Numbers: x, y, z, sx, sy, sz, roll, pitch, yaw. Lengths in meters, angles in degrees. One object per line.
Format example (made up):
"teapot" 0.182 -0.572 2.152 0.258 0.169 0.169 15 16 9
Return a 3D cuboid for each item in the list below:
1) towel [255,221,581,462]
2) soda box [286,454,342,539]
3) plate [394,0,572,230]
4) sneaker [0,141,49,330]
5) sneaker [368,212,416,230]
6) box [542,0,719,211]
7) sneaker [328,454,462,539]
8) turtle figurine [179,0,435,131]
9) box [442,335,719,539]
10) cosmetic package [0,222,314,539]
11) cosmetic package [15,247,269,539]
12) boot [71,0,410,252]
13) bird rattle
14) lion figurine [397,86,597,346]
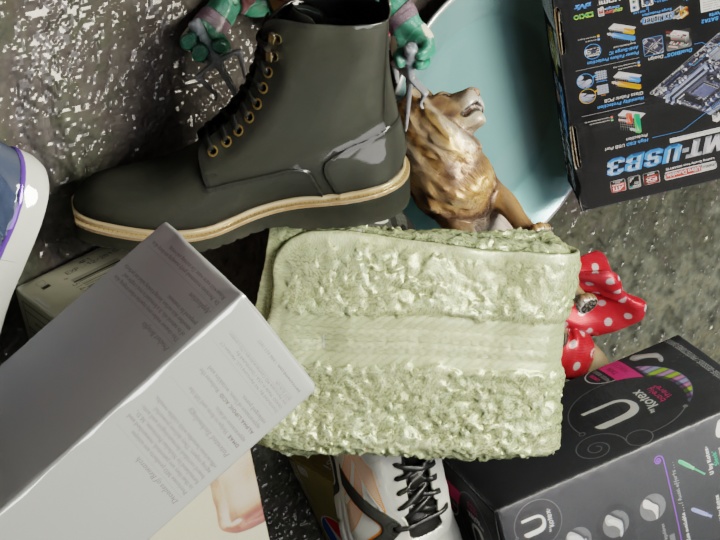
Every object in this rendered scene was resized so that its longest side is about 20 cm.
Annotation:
"towel" 0.032 0.045 1.226 0.198 0.036 0.150 3 100 -12
"soda box" 0.022 0.188 1.410 0.068 0.064 0.201 -40 128 -23
"plate" 0.087 -0.106 1.377 0.199 0.026 0.202 -17 118 -35
"sneaker" -0.264 0.006 1.082 0.146 0.080 0.201 20 95 -38
"sneaker" 0.035 0.006 1.278 0.200 0.084 0.077 40 72 -32
"box" 0.226 -0.151 1.356 0.198 0.050 0.200 -13 127 0
"sneaker" 0.021 0.131 1.293 0.073 0.080 0.201 -31 104 -26
"turtle figurine" -0.036 -0.165 1.199 0.148 0.101 0.201 -10 136 7
"box" 0.164 0.141 1.360 0.199 0.122 0.107 -22 114 -14
"cosmetic package" -0.136 0.081 1.069 0.200 0.113 0.081 -42 125 -5
"cosmetic package" -0.127 0.094 1.216 0.087 0.103 0.201 -27 124 -29
"boot" -0.073 -0.091 1.163 0.198 0.078 0.139 -11 127 -10
"bird rattle" 0.140 0.091 1.446 0.162 0.113 0.201 -28 127 -10
"lion figurine" 0.083 -0.032 1.332 0.072 0.123 0.200 -36 145 -6
